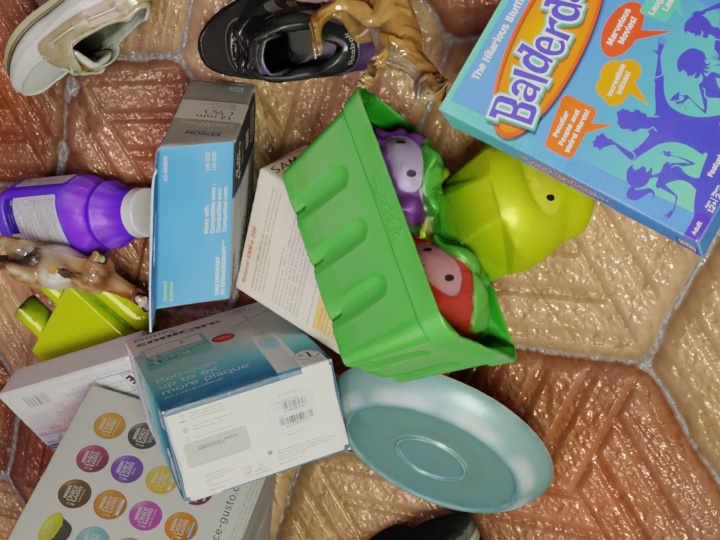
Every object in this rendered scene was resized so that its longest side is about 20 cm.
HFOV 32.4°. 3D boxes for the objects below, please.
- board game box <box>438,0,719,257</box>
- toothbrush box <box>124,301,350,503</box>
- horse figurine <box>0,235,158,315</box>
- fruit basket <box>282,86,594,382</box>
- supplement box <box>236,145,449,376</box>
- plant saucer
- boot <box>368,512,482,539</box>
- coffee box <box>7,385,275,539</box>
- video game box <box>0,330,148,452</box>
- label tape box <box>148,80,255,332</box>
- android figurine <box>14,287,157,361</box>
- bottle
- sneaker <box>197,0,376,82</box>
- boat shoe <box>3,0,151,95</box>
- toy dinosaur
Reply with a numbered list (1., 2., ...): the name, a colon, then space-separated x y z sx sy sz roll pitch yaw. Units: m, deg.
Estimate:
1. board game box: 0.174 -0.124 0.821 0.199 0.045 0.153 30 90 23
2. toothbrush box: -0.111 0.105 1.075 0.200 0.145 0.086 -145 41 -68
3. horse figurine: -0.299 -0.003 1.190 0.198 0.133 0.050 8 82 10
4. fruit basket: 0.070 -0.035 0.897 0.214 0.155 0.218 -7 74 27
5. supplement box: 0.000 0.000 1.043 0.199 0.073 0.127 32 127 20
6. plant saucer: 0.062 0.149 1.035 0.198 0.028 0.201 19 148 12
7. boot: 0.073 0.307 1.133 0.154 0.073 0.203 52 142 -6
8. coffee box: -0.204 0.268 1.182 0.196 0.201 0.201 16 138 7
9. video game box: -0.241 0.157 1.267 0.199 0.047 0.183 -16 121 34
10. label tape box: -0.130 -0.057 1.035 0.065 0.200 0.145 5 118 -1
11. android figurine: -0.270 0.083 1.301 0.200 0.041 0.182 39 130 3
12. bottle: -0.279 -0.054 1.237 0.199 0.065 0.084 -2 118 38
13. sneaker: -0.071 -0.187 1.002 0.199 0.087 0.076 2 112 37
14. boat shoe: -0.263 -0.214 1.146 0.200 0.074 0.069 -37 81 41
15. toy dinosaur: 0.014 -0.191 0.900 0.061 0.105 0.202 85 172 -66
